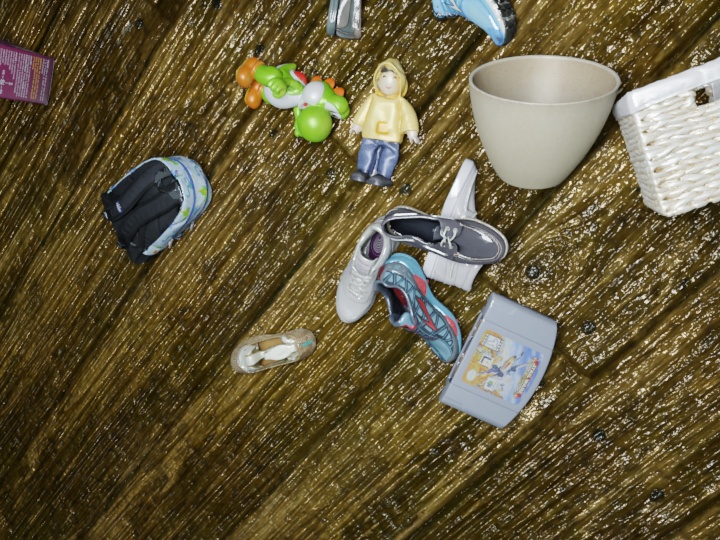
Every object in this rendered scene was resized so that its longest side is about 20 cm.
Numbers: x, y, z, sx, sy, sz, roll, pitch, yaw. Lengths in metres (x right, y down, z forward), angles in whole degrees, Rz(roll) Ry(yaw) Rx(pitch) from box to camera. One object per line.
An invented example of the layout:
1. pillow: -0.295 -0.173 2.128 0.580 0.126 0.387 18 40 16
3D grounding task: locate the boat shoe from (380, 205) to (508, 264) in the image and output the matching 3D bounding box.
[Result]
1. boat shoe: 0.123 -0.048 0.863 0.197 0.063 0.074 18 112 20

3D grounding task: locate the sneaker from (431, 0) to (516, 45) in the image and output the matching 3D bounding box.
1. sneaker: 0.159 -0.415 0.877 0.201 0.078 0.090 51 129 11

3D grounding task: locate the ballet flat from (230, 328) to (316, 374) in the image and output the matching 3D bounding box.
1. ballet flat: -0.178 0.154 1.069 0.197 0.065 0.072 -21 90 22

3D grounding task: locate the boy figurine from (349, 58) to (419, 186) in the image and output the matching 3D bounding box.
1. boy figurine: 0.043 -0.242 0.937 0.122 0.064 0.204 19 106 20

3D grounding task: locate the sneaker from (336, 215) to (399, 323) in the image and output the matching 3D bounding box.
1. sneaker: 0.000 0.000 0.964 0.074 0.099 0.203 27 107 13

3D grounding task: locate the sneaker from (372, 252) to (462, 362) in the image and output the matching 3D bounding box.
1. sneaker: 0.086 0.077 0.928 0.201 0.095 0.079 55 140 -4

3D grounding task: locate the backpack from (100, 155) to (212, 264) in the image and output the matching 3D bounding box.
1. backpack: -0.378 -0.133 1.078 0.199 0.153 0.165 -37 81 42

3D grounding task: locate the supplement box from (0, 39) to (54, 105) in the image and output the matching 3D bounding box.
1. supplement box: -0.746 -0.411 1.136 0.129 0.200 0.105 21 104 16

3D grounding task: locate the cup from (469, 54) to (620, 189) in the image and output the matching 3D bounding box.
1. cup: 0.250 -0.204 0.811 0.197 0.201 0.145 10 128 19

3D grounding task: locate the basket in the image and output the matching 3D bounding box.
1. basket: 0.446 -0.179 0.721 0.195 0.200 0.164 -17 93 22

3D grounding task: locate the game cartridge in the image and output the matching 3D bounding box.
1. game cartridge: 0.226 0.150 0.913 0.131 0.042 0.203 24 104 1

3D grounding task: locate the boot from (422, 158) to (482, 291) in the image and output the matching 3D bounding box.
1. boot: 0.174 -0.069 0.913 0.094 0.074 0.203 21 112 11

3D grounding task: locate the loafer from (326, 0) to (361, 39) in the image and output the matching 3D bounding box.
1. loafer: -0.007 -0.485 0.930 0.062 0.072 0.204 13 109 -2

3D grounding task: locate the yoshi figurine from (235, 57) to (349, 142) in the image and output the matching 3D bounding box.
1. yoshi figurine: -0.119 -0.283 0.975 0.197 0.112 0.114 21 120 14
